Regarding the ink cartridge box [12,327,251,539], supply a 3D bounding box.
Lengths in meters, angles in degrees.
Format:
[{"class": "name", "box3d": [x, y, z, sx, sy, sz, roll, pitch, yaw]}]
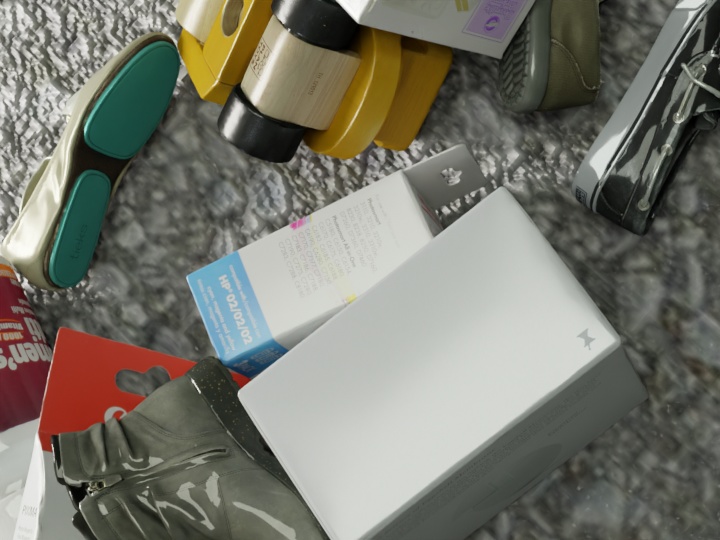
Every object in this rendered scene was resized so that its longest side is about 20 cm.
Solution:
[{"class": "ink cartridge box", "box3d": [-0.140, 0.154, 1.125, 0.057, 0.161, 0.202, 4, 79, 56]}]

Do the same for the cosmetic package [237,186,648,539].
[{"class": "cosmetic package", "box3d": [0.058, 0.075, 1.067, 0.199, 0.200, 0.123, -37, 73, 3]}]

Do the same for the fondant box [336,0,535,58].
[{"class": "fondant box", "box3d": [0.006, -0.227, 1.141, 0.200, 0.144, 0.058, 51, 119, 33]}]

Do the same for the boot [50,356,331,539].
[{"class": "boot", "box3d": [-0.097, 0.158, 1.055, 0.130, 0.068, 0.200, -30, 65, -18]}]

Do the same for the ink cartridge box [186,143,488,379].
[{"class": "ink cartridge box", "box3d": [0.000, 0.000, 1.140, 0.199, 0.115, 0.068, -26, 75, 7]}]

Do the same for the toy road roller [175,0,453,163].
[{"class": "toy road roller", "box3d": [-0.029, -0.155, 1.182, 0.124, 0.145, 0.200, -61, 36, 24]}]

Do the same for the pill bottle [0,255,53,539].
[{"class": "pill bottle", "box3d": [-0.252, 0.097, 1.183, 0.109, 0.110, 0.201, -30, 74, 6]}]

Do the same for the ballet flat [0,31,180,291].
[{"class": "ballet flat", "box3d": [-0.198, -0.084, 1.236, 0.069, 0.069, 0.201, 25, 86, 17]}]

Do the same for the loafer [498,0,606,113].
[{"class": "loafer", "box3d": [0.138, -0.198, 1.181, 0.069, 0.075, 0.202, 10, 78, -17]}]

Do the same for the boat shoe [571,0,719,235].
[{"class": "boat shoe", "box3d": [0.217, -0.117, 1.133, 0.068, 0.074, 0.200, 33, 88, 22]}]
